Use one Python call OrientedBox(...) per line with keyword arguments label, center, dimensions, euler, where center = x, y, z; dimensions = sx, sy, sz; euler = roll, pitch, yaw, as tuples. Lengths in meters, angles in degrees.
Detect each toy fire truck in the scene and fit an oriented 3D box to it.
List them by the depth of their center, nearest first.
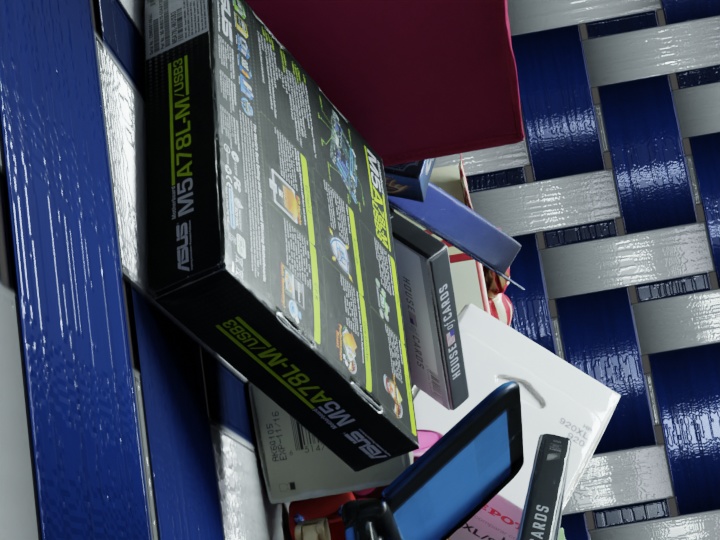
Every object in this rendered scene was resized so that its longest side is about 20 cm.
OrientedBox(label="toy fire truck", center=(-0.022, 0.201, 0.943), dimensions=(0.201, 0.048, 0.142), euler=(-96, 175, -45))

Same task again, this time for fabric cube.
OrientedBox(label="fabric cube", center=(-0.015, -0.199, 0.928), dimensions=(0.201, 0.194, 0.201), euler=(78, 6, -48))

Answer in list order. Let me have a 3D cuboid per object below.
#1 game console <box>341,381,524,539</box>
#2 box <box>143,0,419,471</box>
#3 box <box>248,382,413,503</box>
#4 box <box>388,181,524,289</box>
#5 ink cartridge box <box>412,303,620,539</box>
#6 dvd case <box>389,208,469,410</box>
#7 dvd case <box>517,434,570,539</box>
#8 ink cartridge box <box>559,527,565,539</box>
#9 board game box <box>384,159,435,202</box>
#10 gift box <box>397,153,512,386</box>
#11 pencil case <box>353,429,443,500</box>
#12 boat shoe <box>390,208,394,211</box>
OrientedBox(label="game console", center=(0.059, 0.185, 0.941), dimensions=(0.200, 0.117, 0.172), euler=(71, 8, -67))
OrientedBox(label="box", center=(-0.040, -0.027, 0.790), dimensions=(0.193, 0.047, 0.202), euler=(48, 28, -49))
OrientedBox(label="box", center=(-0.014, 0.089, 1.021), dimensions=(0.200, 0.094, 0.079), euler=(-75, 154, -86))
OrientedBox(label="box", center=(0.039, -0.054, 1.152), dimensions=(0.199, 0.033, 0.121), euler=(32, 2, -43))
OrientedBox(label="ink cartridge box", center=(0.090, 0.161, 1.252), dimensions=(0.145, 0.146, 0.201), euler=(-56, 173, -37))
OrientedBox(label="dvd case", center=(0.000, 0.000, 1.143), dimensions=(0.199, 0.025, 0.151), euler=(34, -32, 39))
OrientedBox(label="dvd case", center=(0.106, 0.232, 1.009), dimensions=(0.151, 0.024, 0.201), euler=(89, 14, -45))
OrientedBox(label="ink cartridge box", center=(0.097, 0.314, 1.373), dimensions=(0.048, 0.198, 0.147), euler=(76, 6, -79))
OrientedBox(label="board game box", center=(0.004, -0.154, 1.057), dimensions=(0.035, 0.134, 0.202), euler=(74, 29, -64))
OrientedBox(label="gift box", center=(0.040, 0.012, 1.371), dimensions=(0.185, 0.185, 0.202), euler=(76, 7, -61))
OrientedBox(label="pencil case", center=(0.039, 0.218, 1.096), dimensions=(0.093, 0.090, 0.202), euler=(-6, -83, 56))
OrientedBox(label="boat shoe", center=(0.004, -0.029, 1.243), dimensions=(0.201, 0.070, 0.070), euler=(54, 32, 10))
